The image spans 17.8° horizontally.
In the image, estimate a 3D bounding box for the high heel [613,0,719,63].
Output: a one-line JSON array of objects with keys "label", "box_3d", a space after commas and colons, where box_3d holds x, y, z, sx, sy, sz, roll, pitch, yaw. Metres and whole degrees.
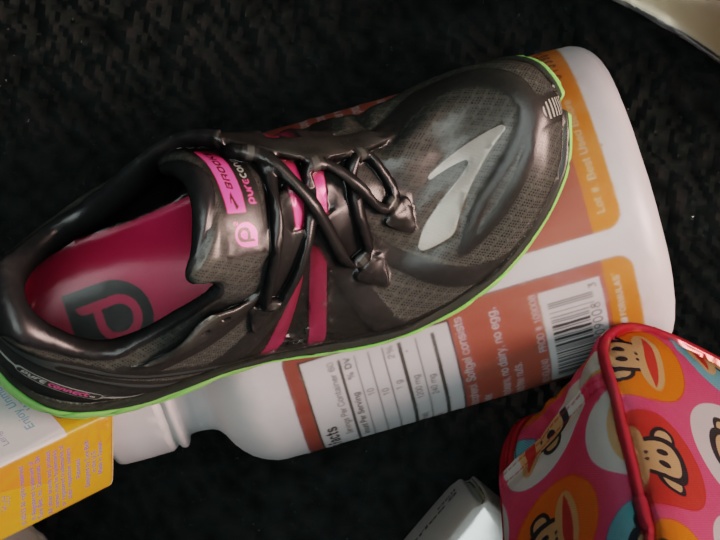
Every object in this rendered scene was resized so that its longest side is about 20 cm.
[{"label": "high heel", "box_3d": [0.103, -0.087, 0.820, 0.199, 0.071, 0.143, -16, 84, -10]}]

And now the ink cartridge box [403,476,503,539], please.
[{"label": "ink cartridge box", "box_3d": [0.069, 0.193, 0.816, 0.200, 0.084, 0.146, 40, 90, -1]}]

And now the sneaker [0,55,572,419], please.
[{"label": "sneaker", "box_3d": [-0.024, -0.009, 0.703, 0.199, 0.084, 0.077, -25, 77, -3]}]

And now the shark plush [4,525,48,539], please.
[{"label": "shark plush", "box_3d": [-0.149, 0.120, 0.841, 0.200, 0.091, 0.083, 37, 112, -19]}]

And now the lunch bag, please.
[{"label": "lunch bag", "box_3d": [0.133, 0.125, 0.736, 0.176, 0.200, 0.082, 26, 127, -21]}]

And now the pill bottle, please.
[{"label": "pill bottle", "box_3d": [0.000, 0.000, 0.800, 0.199, 0.112, 0.113, -16, 91, -1]}]

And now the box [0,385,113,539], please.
[{"label": "box", "box_3d": [-0.194, 0.063, 0.740, 0.199, 0.042, 0.119, -26, 51, -27]}]
